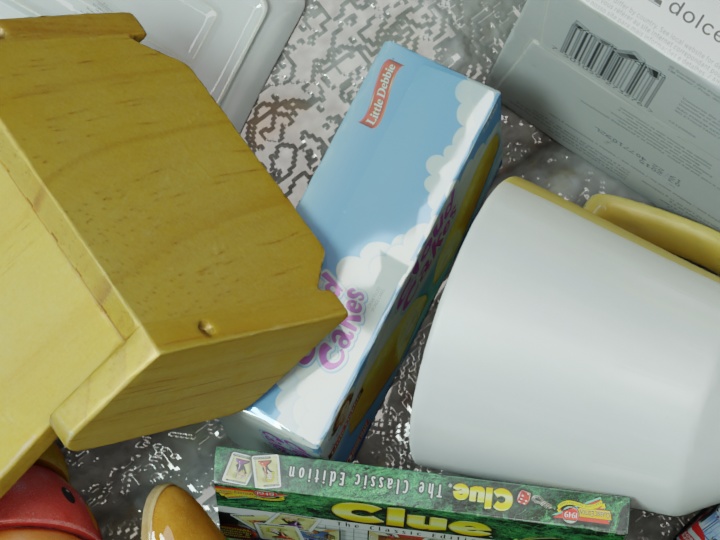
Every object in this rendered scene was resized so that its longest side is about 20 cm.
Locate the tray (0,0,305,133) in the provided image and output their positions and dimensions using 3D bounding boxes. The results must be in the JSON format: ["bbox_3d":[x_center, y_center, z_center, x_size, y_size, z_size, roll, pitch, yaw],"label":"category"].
[{"bbox_3d":[-0.133,-0.148,1.292,0.199,0.022,0.108,29,78,-12],"label":"tray"}]

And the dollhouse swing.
[{"bbox_3d":[-0.152,0.013,1.177,0.181,0.176,0.200,-10,55,-49],"label":"dollhouse swing"}]

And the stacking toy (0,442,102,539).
[{"bbox_3d":[-0.185,0.115,1.216,0.145,0.146,0.201,-10,64,-6],"label":"stacking toy"}]

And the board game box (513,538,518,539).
[{"bbox_3d":[0.112,0.234,1.209,0.048,0.102,0.200,-39,83,-28],"label":"board game box"}]

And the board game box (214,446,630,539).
[{"bbox_3d":[0.028,0.123,1.220,0.199,0.105,0.024,7,66,3],"label":"board game box"}]

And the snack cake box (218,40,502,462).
[{"bbox_3d":[0.000,0.000,1.244,0.067,0.115,0.201,25,78,9],"label":"snack cake box"}]

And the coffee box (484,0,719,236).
[{"bbox_3d":[0.206,-0.143,1.249,0.199,0.200,0.198,33,77,3],"label":"coffee box"}]

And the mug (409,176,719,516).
[{"bbox_3d":[0.128,0.032,1.217,0.152,0.150,0.187,18,71,15],"label":"mug"}]

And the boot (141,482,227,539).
[{"bbox_3d":[-0.011,0.181,1.188,0.143,0.071,0.202,-16,102,28],"label":"boot"}]

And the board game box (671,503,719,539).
[{"bbox_3d":[0.242,0.095,1.227,0.200,0.200,0.062,-45,85,3],"label":"board game box"}]
